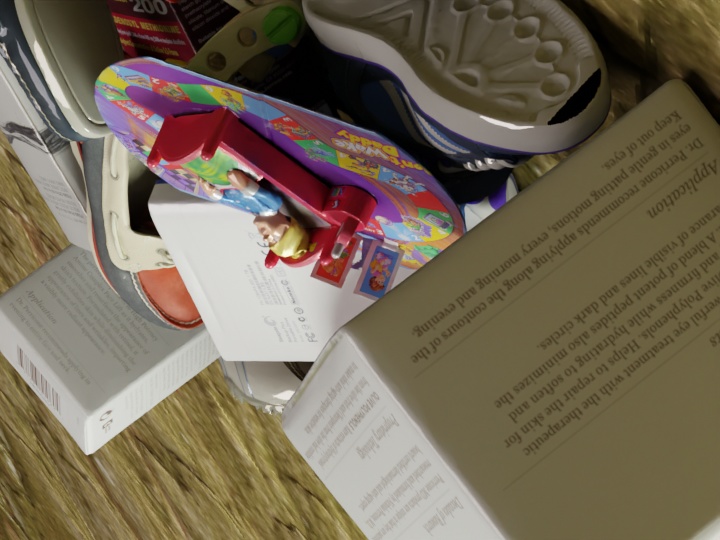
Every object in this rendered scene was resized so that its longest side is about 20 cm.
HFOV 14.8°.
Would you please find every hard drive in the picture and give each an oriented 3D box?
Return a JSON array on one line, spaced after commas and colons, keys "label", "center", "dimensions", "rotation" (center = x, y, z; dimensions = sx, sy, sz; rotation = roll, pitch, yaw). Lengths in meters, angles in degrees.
[{"label": "hard drive", "center": [0.000, 0.000, 1.484], "dimensions": [0.200, 0.025, 0.132], "rotation": [-1, 138, 22]}]

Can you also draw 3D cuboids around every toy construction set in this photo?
[{"label": "toy construction set", "center": [-0.101, -0.144, 1.383], "dimensions": [0.200, 0.131, 0.092], "rotation": [29, -159, -14]}]

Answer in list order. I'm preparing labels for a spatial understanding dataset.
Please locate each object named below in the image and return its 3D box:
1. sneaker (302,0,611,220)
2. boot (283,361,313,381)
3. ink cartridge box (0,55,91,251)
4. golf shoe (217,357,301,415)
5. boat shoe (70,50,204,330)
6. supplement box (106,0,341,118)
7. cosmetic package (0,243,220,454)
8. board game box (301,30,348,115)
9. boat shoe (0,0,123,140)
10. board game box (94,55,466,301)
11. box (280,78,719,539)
[{"label": "sneaker", "center": [0.065, -0.070, 1.326], "dimensions": [0.200, 0.081, 0.146], "rotation": [29, 159, 44]}, {"label": "boot", "center": [0.020, 0.063, 1.647], "dimensions": [0.097, 0.075, 0.200], "rotation": [21, 153, 46]}, {"label": "ink cartridge box", "center": [-0.149, -0.129, 1.617], "dimensions": [0.083, 0.145, 0.200], "rotation": [15, 138, 61]}, {"label": "golf shoe", "center": [-0.075, 0.023, 1.834], "dimensions": [0.200, 0.078, 0.097], "rotation": [35, 148, 43]}, {"label": "boat shoe", "center": [-0.113, -0.037, 1.540], "dimensions": [0.063, 0.071, 0.200], "rotation": [35, 150, 41]}, {"label": "supplement box", "center": [-0.089, -0.137, 1.499], "dimensions": [0.109, 0.061, 0.200], "rotation": [17, 139, 61]}, {"label": "cosmetic package", "center": [-0.120, 0.010, 1.710], "dimensions": [0.102, 0.200, 0.074], "rotation": [49, 161, 15]}, {"label": "board game box", "center": [-0.040, -0.153, 1.491], "dimensions": [0.200, 0.028, 0.135], "rotation": [32, 153, 47]}, {"label": "boat shoe", "center": [-0.188, -0.154, 1.444], "dimensions": [0.062, 0.075, 0.200], "rotation": [-27, 90, 27]}, {"label": "board game box", "center": [-0.047, -0.037, 1.365], "dimensions": [0.200, 0.039, 0.158], "rotation": [19, 160, 11]}, {"label": "box", "center": [0.100, 0.057, 1.256], "dimensions": [0.171, 0.199, 0.200], "rotation": [51, 163, 6]}]
